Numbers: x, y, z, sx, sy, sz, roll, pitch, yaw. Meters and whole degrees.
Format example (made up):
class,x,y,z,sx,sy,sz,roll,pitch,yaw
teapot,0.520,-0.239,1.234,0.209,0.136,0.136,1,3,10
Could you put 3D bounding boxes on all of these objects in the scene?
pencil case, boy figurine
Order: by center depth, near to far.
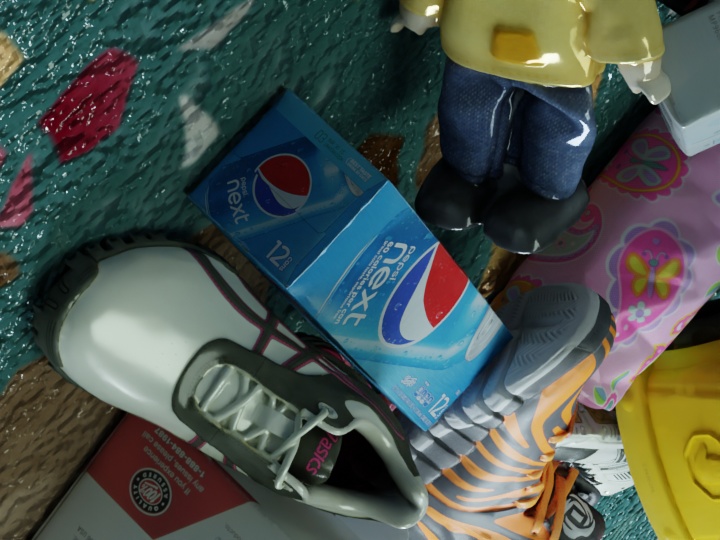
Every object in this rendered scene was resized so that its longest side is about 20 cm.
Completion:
class,x,y,z,sx,sy,sz,roll,pitch,yaw
boy figurine,0.070,-0.104,1.166,0.064,0.124,0.200,-48,153,-43
pencil case,0.152,-0.020,1.433,0.200,0.087,0.087,-50,153,4

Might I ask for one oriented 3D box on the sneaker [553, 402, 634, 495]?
class,x,y,z,sx,sy,sz,roll,pitch,yaw
sneaker,0.133,0.091,1.560,0.200,0.076,0.088,-4,134,-50

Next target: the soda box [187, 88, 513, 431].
class,x,y,z,sx,sy,sz,roll,pitch,yaw
soda box,0.000,0.000,1.254,0.064,0.068,0.200,-47,153,-2

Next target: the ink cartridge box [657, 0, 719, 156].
class,x,y,z,sx,sy,sz,roll,pitch,yaw
ink cartridge box,0.221,-0.113,1.236,0.200,0.047,0.160,-23,174,6

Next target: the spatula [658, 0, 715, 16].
class,x,y,z,sx,sy,sz,roll,pitch,yaw
spatula,0.164,-0.120,1.321,0.057,0.021,0.200,-43,135,20

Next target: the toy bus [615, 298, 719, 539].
class,x,y,z,sx,sy,sz,roll,pitch,yaw
toy bus,0.260,0.066,1.455,0.200,0.136,0.192,-21,-175,-28

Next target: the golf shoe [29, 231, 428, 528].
class,x,y,z,sx,sy,sz,roll,pitch,yaw
golf shoe,-0.047,0.048,1.196,0.200,0.088,0.077,28,97,-41

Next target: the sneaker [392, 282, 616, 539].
class,x,y,z,sx,sy,sz,roll,pitch,yaw
sneaker,0.087,0.085,1.385,0.200,0.112,0.078,-42,-164,48

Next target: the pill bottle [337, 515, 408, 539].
class,x,y,z,sx,sy,sz,roll,pitch,yaw
pill bottle,-0.042,0.192,1.395,0.113,0.113,0.200,-23,144,-40

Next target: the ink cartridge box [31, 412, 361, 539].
class,x,y,z,sx,sy,sz,roll,pitch,yaw
ink cartridge box,-0.090,0.180,1.273,0.200,0.147,0.083,-53,154,11
